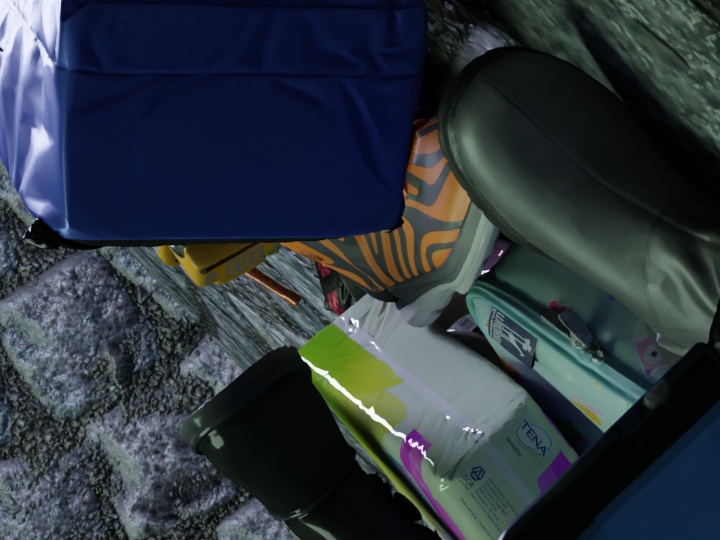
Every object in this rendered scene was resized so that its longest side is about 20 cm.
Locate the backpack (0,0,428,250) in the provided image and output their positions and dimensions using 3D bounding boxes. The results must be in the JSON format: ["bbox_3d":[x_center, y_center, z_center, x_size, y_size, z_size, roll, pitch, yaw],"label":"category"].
[{"bbox_3d":[-0.070,-0.106,0.851,0.161,0.169,0.200,4,-165,-23],"label":"backpack"}]

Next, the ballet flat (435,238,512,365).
[{"bbox_3d":[0.056,0.009,1.096,0.069,0.071,0.200,51,170,-29],"label":"ballet flat"}]

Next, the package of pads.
[{"bbox_3d":[0.063,0.103,1.012,0.155,0.068,0.200,52,174,-25],"label":"package of pads"}]

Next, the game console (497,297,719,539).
[{"bbox_3d":[0.168,0.109,0.683,0.170,0.119,0.200,-1,141,38],"label":"game console"}]

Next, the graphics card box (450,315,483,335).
[{"bbox_3d":[0.106,0.091,1.307,0.200,0.051,0.126,34,165,49],"label":"graphics card box"}]

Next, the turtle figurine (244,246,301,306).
[{"bbox_3d":[-0.073,-0.082,1.302,0.201,0.064,0.161,60,163,8],"label":"turtle figurine"}]

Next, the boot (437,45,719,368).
[{"bbox_3d":[0.128,-0.009,0.745,0.200,0.070,0.131,37,172,-23],"label":"boot"}]

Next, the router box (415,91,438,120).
[{"bbox_3d":[-0.045,-0.108,1.095,0.157,0.052,0.200,45,171,-3],"label":"router box"}]

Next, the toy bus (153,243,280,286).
[{"bbox_3d":[-0.121,-0.074,1.228,0.200,0.065,0.078,54,161,22],"label":"toy bus"}]

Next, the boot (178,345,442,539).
[{"bbox_3d":[0.009,0.134,0.952,0.200,0.066,0.165,52,-178,11],"label":"boot"}]

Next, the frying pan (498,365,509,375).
[{"bbox_3d":[0.095,0.050,1.143,0.115,0.031,0.190,23,-173,-47],"label":"frying pan"}]

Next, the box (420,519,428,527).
[{"bbox_3d":[0.093,0.152,1.240,0.193,0.047,0.201,29,143,52],"label":"box"}]

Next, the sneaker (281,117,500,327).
[{"bbox_3d":[0.005,-0.037,0.923,0.111,0.078,0.200,24,154,-4],"label":"sneaker"}]

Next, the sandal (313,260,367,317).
[{"bbox_3d":[0.000,0.000,1.195,0.200,0.045,0.076,-59,-53,-81],"label":"sandal"}]

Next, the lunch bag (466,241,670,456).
[{"bbox_3d":[0.138,0.063,0.934,0.160,0.077,0.200,39,171,39],"label":"lunch bag"}]
